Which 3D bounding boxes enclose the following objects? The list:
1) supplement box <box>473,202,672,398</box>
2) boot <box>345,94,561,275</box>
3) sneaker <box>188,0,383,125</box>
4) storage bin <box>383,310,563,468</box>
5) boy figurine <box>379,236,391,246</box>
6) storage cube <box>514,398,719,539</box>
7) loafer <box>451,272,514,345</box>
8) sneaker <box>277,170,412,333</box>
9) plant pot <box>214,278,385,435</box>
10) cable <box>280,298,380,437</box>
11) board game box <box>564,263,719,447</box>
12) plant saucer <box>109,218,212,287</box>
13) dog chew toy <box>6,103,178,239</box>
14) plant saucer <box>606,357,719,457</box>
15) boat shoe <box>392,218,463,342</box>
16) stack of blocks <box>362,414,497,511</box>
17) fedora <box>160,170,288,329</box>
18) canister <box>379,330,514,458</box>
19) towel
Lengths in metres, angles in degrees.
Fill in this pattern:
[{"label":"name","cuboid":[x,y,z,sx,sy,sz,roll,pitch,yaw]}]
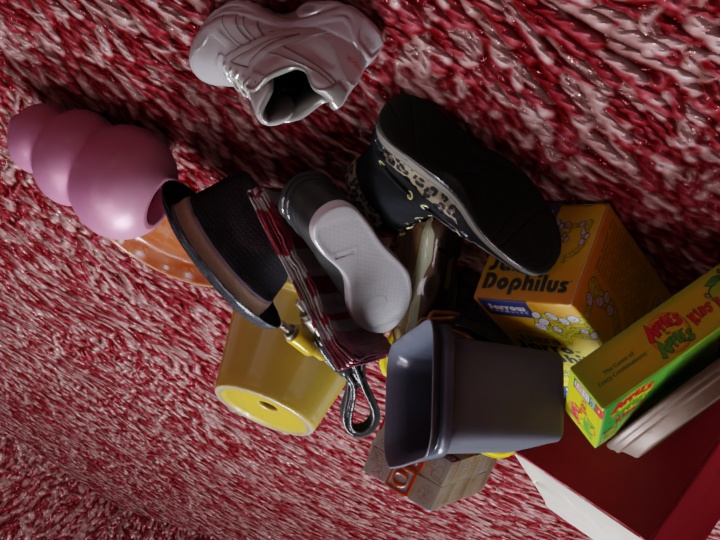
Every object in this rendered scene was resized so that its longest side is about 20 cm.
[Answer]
[{"label":"supplement box","cuboid":[0.213,0.035,1.158,0.108,0.110,0.200,3,149,41]},{"label":"boot","cuboid":[0.079,-0.060,1.112,0.203,0.074,0.154,41,157,-3]},{"label":"sneaker","cuboid":[-0.080,-0.168,1.009,0.199,0.100,0.078,2,150,41]},{"label":"storage bin","cuboid":[0.107,0.116,1.162,0.133,0.147,0.200,4,167,-11]},{"label":"boy figurine","cuboid":[0.000,0.000,1.340,0.198,0.065,0.125,21,141,12]},{"label":"storage cube","cuboid":[0.294,0.196,1.285,0.199,0.180,0.171,31,165,33]},{"label":"loafer","cuboid":[0.152,0.078,1.373,0.071,0.063,0.200,4,150,39]},{"label":"sneaker","cuboid":[-0.014,-0.023,1.181,0.099,0.070,0.200,51,176,43]},{"label":"plant pot","cuboid":[-0.079,0.086,1.454,0.199,0.190,0.201,19,157,8]},{"label":"cable","cuboid":[-0.013,0.101,1.369,0.201,0.097,0.050,62,178,-40]},{"label":"board game box","cuboid":[0.274,0.067,1.065,0.048,0.199,0.102,52,169,26]},{"label":"plant saucer","cuboid":[-0.245,-0.044,1.535,0.198,0.033,0.201,20,156,9]},{"label":"dog chew toy","cuboid":[-0.299,-0.117,1.320,0.199,0.125,0.125,27,159,13]},{"label":"plant saucer","cuboid":[0.313,0.112,1.110,0.030,0.199,0.200,54,163,16]},{"label":"boat shoe","cuboid":[0.057,0.009,1.249,0.076,0.071,0.202,28,126,27]},{"label":"stack of blocks","cuboid":[0.072,0.201,1.339,0.114,0.059,0.200,27,-174,20]},{"label":"fedora","cuboid":[-0.120,-0.038,1.268,0.201,0.091,0.201,49,-172,-9]},{"label":"canister","cuboid":[0.108,0.132,1.391,0.147,0.087,0.200,25,-173,-11]},{"label":"towel","cuboid":[-0.036,0.004,1.225,0.023,0.201,0.144,-30,172,17]}]
